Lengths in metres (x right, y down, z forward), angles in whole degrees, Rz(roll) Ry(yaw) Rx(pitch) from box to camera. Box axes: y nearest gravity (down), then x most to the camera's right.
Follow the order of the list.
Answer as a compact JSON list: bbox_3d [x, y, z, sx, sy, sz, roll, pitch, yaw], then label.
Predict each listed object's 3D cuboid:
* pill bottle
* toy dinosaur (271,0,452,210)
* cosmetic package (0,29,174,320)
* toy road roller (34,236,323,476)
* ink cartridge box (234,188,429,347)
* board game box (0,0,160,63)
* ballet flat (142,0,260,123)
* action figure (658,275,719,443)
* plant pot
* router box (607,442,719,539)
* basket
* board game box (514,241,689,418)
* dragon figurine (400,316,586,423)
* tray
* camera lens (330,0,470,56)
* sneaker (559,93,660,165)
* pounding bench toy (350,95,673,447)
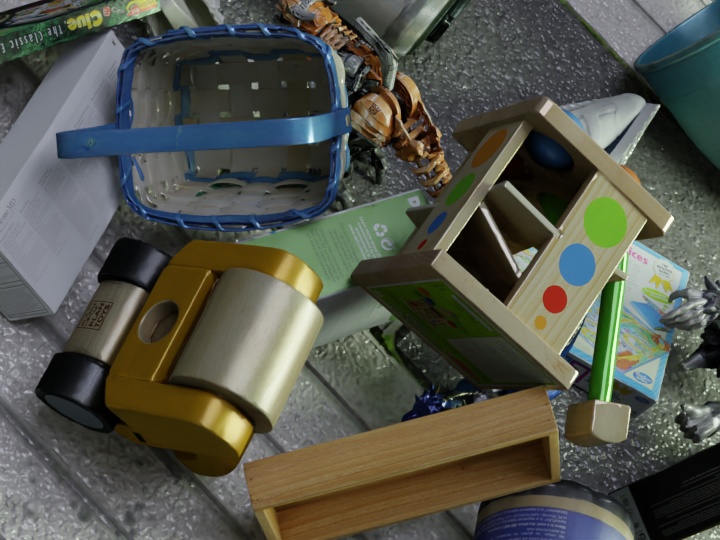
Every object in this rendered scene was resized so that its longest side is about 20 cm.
[{"bbox_3d":[0.121,0.251,1.276,0.112,0.112,0.201,22,54,-15],"label":"pill bottle"},{"bbox_3d":[0.000,-0.112,1.406,0.102,0.136,0.200,-14,70,-34],"label":"toy dinosaur"},{"bbox_3d":[-0.206,-0.067,1.306,0.083,0.051,0.200,56,43,-33],"label":"cosmetic package"},{"bbox_3d":[-0.094,0.067,1.222,0.146,0.200,0.123,44,62,-39],"label":"toy road roller"},{"bbox_3d":[0.000,0.000,1.340,0.199,0.104,0.059,-18,71,-23],"label":"ink cartridge box"},{"bbox_3d":[-0.248,-0.164,1.329,0.200,0.105,0.024,-25,114,-36],"label":"board game box"},{"bbox_3d":[-0.130,-0.173,1.411,0.072,0.072,0.200,-17,67,-34],"label":"ballet flat"},{"bbox_3d":[0.278,0.063,1.443,0.102,0.200,0.119,-16,89,-9],"label":"action figure"},{"bbox_3d":[0.363,-0.146,1.599,0.200,0.200,0.188,-39,100,-38],"label":"plant pot"},{"bbox_3d":[0.279,0.146,1.365,0.157,0.200,0.052,-15,77,-33],"label":"router box"},{"bbox_3d":[-0.087,-0.095,1.274,0.200,0.176,0.140,-14,104,-72],"label":"basket"},{"bbox_3d":[0.154,0.010,1.483,0.200,0.034,0.135,30,53,-10],"label":"board game box"},{"bbox_3d":[0.113,0.075,1.366,0.200,0.099,0.059,-33,82,-19],"label":"dragon figurine"},{"bbox_3d":[0.030,0.131,1.246,0.199,0.099,0.037,-14,64,0],"label":"tray"},{"bbox_3d":[0.012,-0.280,1.495,0.200,0.160,0.160,39,52,-3],"label":"camera lens"},{"bbox_3d":[0.179,-0.107,1.524,0.080,0.077,0.200,31,30,10],"label":"sneaker"},{"bbox_3d":[0.131,0.002,1.265,0.200,0.124,0.156,41,72,-16],"label":"pounding bench toy"}]
